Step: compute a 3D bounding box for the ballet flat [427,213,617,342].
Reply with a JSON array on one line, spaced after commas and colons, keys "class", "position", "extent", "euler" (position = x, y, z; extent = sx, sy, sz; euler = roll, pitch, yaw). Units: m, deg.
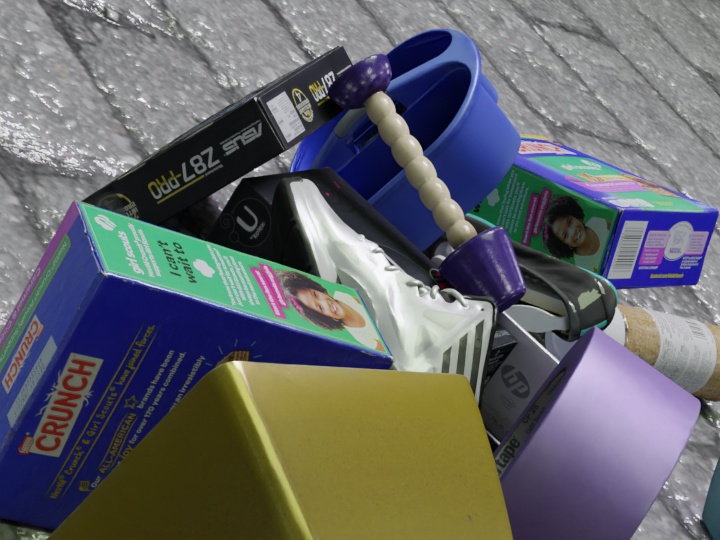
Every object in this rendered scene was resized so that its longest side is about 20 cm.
[{"class": "ballet flat", "position": [0.113, 0.005, 1.819], "extent": [0.199, 0.068, 0.068], "euler": [22, 46, 34]}]

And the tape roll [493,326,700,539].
[{"class": "tape roll", "position": [0.125, 0.141, 1.430], "extent": [0.085, 0.201, 0.200], "euler": [34, 23, 1]}]

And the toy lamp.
[{"class": "toy lamp", "position": [0.049, -0.058, 1.587], "extent": [0.201, 0.058, 0.058], "euler": [56, 28, 12]}]

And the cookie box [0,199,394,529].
[{"class": "cookie box", "position": [-0.109, 0.071, 1.291], "extent": [0.199, 0.172, 0.075], "euler": [18, 25, -34]}]

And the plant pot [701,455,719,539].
[{"class": "plant pot", "position": [0.363, 0.155, 1.716], "extent": [0.141, 0.201, 0.142], "euler": [20, 27, -28]}]

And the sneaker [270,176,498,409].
[{"class": "sneaker", "position": [0.020, 0.019, 1.471], "extent": [0.115, 0.076, 0.202], "euler": [-17, 68, -19]}]

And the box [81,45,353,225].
[{"class": "box", "position": [-0.096, -0.092, 1.630], "extent": [0.049, 0.160, 0.200], "euler": [61, 22, -7]}]

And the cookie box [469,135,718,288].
[{"class": "cookie box", "position": [0.179, -0.054, 1.945], "extent": [0.199, 0.076, 0.171], "euler": [25, 16, 34]}]

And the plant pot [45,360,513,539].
[{"class": "plant pot", "position": [-0.028, 0.181, 1.181], "extent": [0.199, 0.200, 0.177], "euler": [7, 47, -47]}]

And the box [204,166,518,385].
[{"class": "box", "position": [-0.010, 0.031, 1.580], "extent": [0.200, 0.106, 0.122], "euler": [42, 24, 19]}]

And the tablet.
[{"class": "tablet", "position": [0.111, 0.088, 1.625], "extent": [0.014, 0.131, 0.200], "euler": [-36, 68, -30]}]

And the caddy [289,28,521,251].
[{"class": "caddy", "position": [0.029, -0.102, 1.789], "extent": [0.105, 0.200, 0.142], "euler": [38, 18, -36]}]

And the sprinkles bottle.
[{"class": "sprinkles bottle", "position": [0.244, 0.067, 1.895], "extent": [0.199, 0.068, 0.068], "euler": [12, 32, -42]}]
